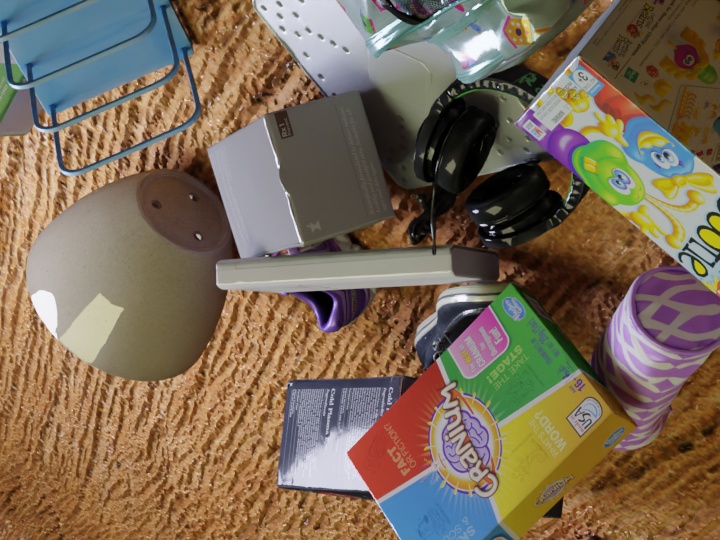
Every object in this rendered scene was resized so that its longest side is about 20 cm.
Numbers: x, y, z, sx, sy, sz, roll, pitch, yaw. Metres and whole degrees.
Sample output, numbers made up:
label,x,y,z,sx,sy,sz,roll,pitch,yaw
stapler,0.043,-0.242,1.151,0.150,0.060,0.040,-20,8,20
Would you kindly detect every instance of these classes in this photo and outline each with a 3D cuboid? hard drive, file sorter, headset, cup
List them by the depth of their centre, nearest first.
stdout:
label,x,y,z,sx,sy,sz,roll,pitch,yaw
headset,0.094,-0.076,1.191,0.123,0.094,0.200,44,138,-2
file sorter,-0.225,-0.198,1.309,0.123,0.138,0.200,-110,-3,-49
hard drive,0.000,0.000,1.346,0.199,0.026,0.132,-4,177,21
cup,-0.201,-0.015,1.587,0.200,0.200,0.143,40,128,-3

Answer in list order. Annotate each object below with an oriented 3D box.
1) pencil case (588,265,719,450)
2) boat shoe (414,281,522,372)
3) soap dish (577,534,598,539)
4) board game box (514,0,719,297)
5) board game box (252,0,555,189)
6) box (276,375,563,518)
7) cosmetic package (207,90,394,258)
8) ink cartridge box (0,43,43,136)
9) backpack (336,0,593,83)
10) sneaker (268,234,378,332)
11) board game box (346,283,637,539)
label,x,y,z,sx,sy,sz,roll,pitch,yaw
pencil case,0.226,0.072,1.278,0.085,0.084,0.200,-1,154,-7
boat shoe,0.094,0.055,1.406,0.074,0.063,0.200,-4,163,-15
soap dish,0.224,0.355,1.712,0.157,0.081,0.200,43,153,-8
board game box,0.216,-0.080,1.026,0.200,0.105,0.103,40,154,-1
board game box,0.035,-0.152,1.227,0.200,0.026,0.200,49,152,-20
box,0.056,0.162,1.498,0.199,0.105,0.182,13,168,-33
cosmetic package,-0.052,-0.072,1.316,0.200,0.090,0.107,-6,101,69
ink cartridge box,-0.354,-0.232,1.446,0.200,0.146,0.084,34,-166,9
backpack,0.068,-0.201,0.949,0.154,0.176,0.200,52,154,-18
sneaker,-0.062,-0.026,1.480,0.200,0.084,0.080,50,151,-19
board game box,0.098,0.133,1.292,0.040,0.200,0.153,29,-161,-48
